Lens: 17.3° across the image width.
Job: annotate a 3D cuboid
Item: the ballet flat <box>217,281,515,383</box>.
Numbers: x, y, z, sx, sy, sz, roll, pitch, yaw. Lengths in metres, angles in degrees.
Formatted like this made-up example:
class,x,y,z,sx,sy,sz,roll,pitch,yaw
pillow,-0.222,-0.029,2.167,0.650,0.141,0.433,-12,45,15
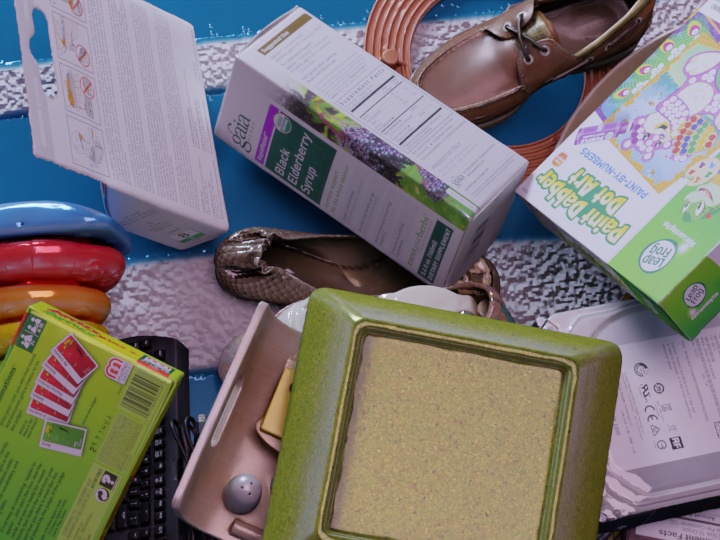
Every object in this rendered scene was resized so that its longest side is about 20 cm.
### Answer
class,x,y,z,sx,sy,sz,roll,pitch,yaw
ballet flat,0.001,0.038,1.547,0.199,0.067,0.068,-10,59,0

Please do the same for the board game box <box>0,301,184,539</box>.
class,x,y,z,sx,sy,sz,roll,pitch,yaw
board game box,-0.198,0.132,1.448,0.101,0.048,0.201,26,93,1

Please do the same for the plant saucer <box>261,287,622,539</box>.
class,x,y,z,sx,sy,sz,roll,pitch,yaw
plant saucer,0.051,0.112,1.413,0.199,0.048,0.201,11,70,0

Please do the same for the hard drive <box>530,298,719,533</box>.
class,x,y,z,sx,sy,sz,roll,pitch,yaw
hard drive,0.217,0.080,1.493,0.199,0.038,0.140,-9,70,-16

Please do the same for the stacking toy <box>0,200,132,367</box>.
class,x,y,z,sx,sy,sz,roll,pitch,yaw
stacking toy,-0.201,0.064,1.507,0.115,0.110,0.201,-5,79,3

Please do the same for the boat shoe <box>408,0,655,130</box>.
class,x,y,z,sx,sy,sz,roll,pitch,yaw
boat shoe,0.117,-0.160,1.660,0.199,0.068,0.072,-29,77,-21

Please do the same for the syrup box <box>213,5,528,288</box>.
class,x,y,z,sx,sy,sz,roll,pitch,yaw
syrup box,0.005,-0.083,1.592,0.200,0.079,0.081,35,47,13

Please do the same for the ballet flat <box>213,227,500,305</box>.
class,x,y,z,sx,sy,sz,roll,pitch,yaw
ballet flat,0.000,0.000,1.598,0.199,0.046,0.068,7,66,-9

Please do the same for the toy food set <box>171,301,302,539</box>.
class,x,y,z,sx,sy,sz,roll,pitch,yaw
toy food set,0.001,0.120,1.456,0.199,0.060,0.144,24,71,-4

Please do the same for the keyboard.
class,x,y,z,sx,sy,sz,roll,pitch,yaw
keyboard,-0.136,0.126,1.491,0.104,0.040,0.201,-9,62,10

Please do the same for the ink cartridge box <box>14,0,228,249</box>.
class,x,y,z,sx,sy,sz,roll,pitch,yaw
ink cartridge box,-0.171,-0.112,1.543,0.200,0.050,0.162,19,54,-53

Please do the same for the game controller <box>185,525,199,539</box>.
class,x,y,z,sx,sy,sz,roll,pitch,yaw
game controller,-0.035,0.148,1.515,0.199,0.042,0.104,-24,52,-10

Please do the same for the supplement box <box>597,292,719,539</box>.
class,x,y,z,sx,sy,sz,roll,pitch,yaw
supplement box,0.204,0.116,1.556,0.085,0.110,0.201,10,66,-7

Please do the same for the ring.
class,x,y,z,sx,sy,sz,roll,pitch,yaw
ring,0.100,-0.150,1.700,0.199,0.019,0.201,4,66,-10

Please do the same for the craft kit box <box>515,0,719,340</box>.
class,x,y,z,sx,sy,sz,roll,pitch,yaw
craft kit box,0.219,-0.073,1.501,0.198,0.200,0.049,-47,122,0

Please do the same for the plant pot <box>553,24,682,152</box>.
class,x,y,z,sx,sy,sz,roll,pitch,yaw
plant pot,0.247,-0.058,1.616,0.135,0.200,0.201,47,59,-33
